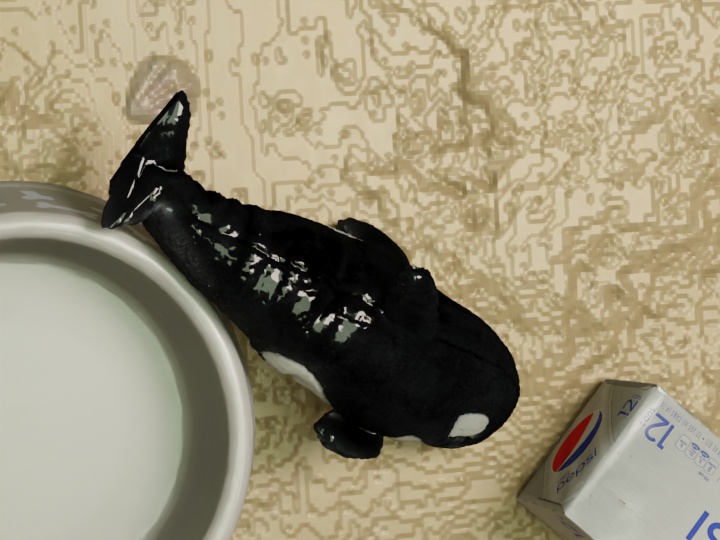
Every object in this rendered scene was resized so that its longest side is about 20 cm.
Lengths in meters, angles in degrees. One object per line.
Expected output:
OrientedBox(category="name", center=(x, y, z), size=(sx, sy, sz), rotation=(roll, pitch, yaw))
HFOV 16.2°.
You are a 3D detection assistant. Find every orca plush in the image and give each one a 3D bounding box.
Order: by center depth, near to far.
OrientedBox(category="orca plush", center=(0.000, 0.000, 0.988), size=(0.200, 0.071, 0.105), rotation=(46, 44, -18))

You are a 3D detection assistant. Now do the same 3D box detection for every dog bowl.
OrientedBox(category="dog bowl", center=(-0.132, 0.065, 0.987), size=(0.199, 0.059, 0.202), rotation=(0, 92, -13))

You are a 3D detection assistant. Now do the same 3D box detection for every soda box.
OrientedBox(category="soda box", center=(0.165, 0.132, 1.058), size=(0.200, 0.063, 0.068), rotation=(39, 81, -12))
